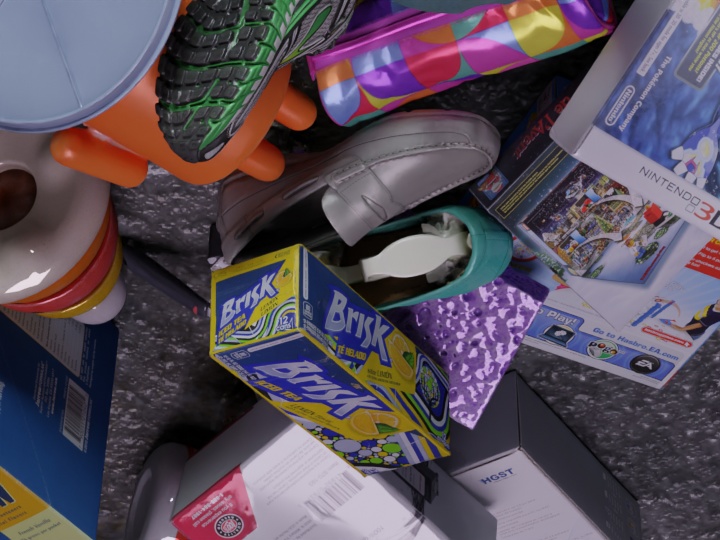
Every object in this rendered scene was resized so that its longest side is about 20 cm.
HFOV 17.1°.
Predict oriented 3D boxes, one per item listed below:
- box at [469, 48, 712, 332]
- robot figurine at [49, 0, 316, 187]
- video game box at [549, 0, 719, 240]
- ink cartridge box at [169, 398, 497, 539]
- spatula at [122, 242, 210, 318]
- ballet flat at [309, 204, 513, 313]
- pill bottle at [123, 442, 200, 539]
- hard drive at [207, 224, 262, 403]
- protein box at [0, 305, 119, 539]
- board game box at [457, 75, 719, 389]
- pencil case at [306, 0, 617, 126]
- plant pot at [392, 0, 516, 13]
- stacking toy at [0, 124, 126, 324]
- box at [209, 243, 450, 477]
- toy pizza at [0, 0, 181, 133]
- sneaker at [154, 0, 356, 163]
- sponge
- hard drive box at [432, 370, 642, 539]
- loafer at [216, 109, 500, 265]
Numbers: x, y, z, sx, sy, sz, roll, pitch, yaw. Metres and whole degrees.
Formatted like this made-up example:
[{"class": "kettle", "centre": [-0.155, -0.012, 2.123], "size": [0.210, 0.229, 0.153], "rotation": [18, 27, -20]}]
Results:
[{"class": "box", "centre": [0.186, -0.076, 1.516], "size": [0.200, 0.038, 0.137], "rotation": [-45, 118, 6]}, {"class": "robot figurine", "centre": [-0.124, -0.128, 1.481], "size": [0.200, 0.117, 0.144], "rotation": [31, 132, -29]}, {"class": "video game box", "centre": [0.243, -0.120, 1.467], "size": [0.182, 0.047, 0.201], "rotation": [26, 103, -29]}, {"class": "ink cartridge box", "centre": [-0.016, 0.185, 1.746], "size": [0.145, 0.084, 0.200], "rotation": [-39, 109, 23]}, {"class": "spatula", "centre": [-0.090, 0.032, 1.671], "size": [0.199, 0.021, 0.057], "rotation": [28, 152, 9]}, {"class": "ballet flat", "centre": [0.000, 0.000, 1.557], "size": [0.199, 0.068, 0.070], "rotation": [-18, 166, 18]}, {"class": "pill bottle", "centre": [-0.078, 0.209, 1.862], "size": [0.199, 0.113, 0.113], "rotation": [15, 137, -16]}, {"class": "hard drive", "centre": [-0.021, 0.038, 1.726], "size": [0.139, 0.038, 0.201], "rotation": [-6, 137, 8]}, {"class": "protein box", "centre": [-0.287, 0.083, 1.660], "size": [0.134, 0.199, 0.200], "rotation": [-24, 132, 25]}, {"class": "board game box", "centre": [0.171, -0.021, 1.640], "size": [0.199, 0.056, 0.196], "rotation": [19, 135, -19]}, {"class": "pencil case", "centre": [0.060, -0.155, 1.473], "size": [0.199, 0.089, 0.088], "rotation": [-20, 134, 22]}, {"class": "plant pot", "centre": [0.048, -0.257, 1.292], "size": [0.199, 0.201, 0.196], "rotation": [-3, 147, 4]}, {"class": "stacking toy", "centre": [-0.206, -0.013, 1.627], "size": [0.145, 0.147, 0.200], "rotation": [-12, 153, 14]}, {"class": "box", "centre": [-0.017, 0.061, 1.536], "size": [0.070, 0.065, 0.200], "rotation": [-17, 146, 25]}, {"class": "toy pizza", "centre": [-0.187, -0.180, 1.401], "size": [0.199, 0.201, 0.032], "rotation": [-19, 173, 21]}, {"class": "sneaker", "centre": [-0.046, -0.144, 1.420], "size": [0.078, 0.200, 0.085], "rotation": [22, 162, 44]}, {"class": "sponge", "centre": [0.017, 0.013, 1.618], "size": [0.199, 0.030, 0.112], "rotation": [30, 117, 1]}, {"class": "hard drive box", "centre": [0.107, 0.185, 1.858], "size": [0.155, 0.077, 0.200], "rotation": [-22, 134, 24]}, {"class": "loafer", "centre": [-0.002, -0.048, 1.524], "size": [0.199, 0.070, 0.070], "rotation": [-18, 143, 26]}]
